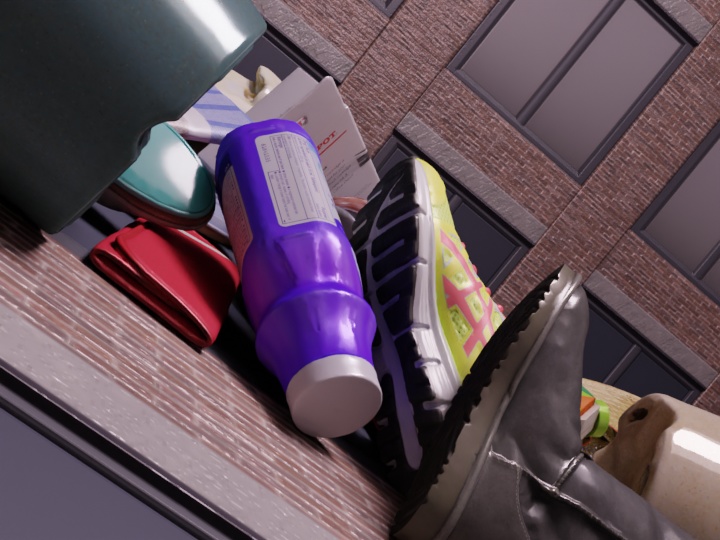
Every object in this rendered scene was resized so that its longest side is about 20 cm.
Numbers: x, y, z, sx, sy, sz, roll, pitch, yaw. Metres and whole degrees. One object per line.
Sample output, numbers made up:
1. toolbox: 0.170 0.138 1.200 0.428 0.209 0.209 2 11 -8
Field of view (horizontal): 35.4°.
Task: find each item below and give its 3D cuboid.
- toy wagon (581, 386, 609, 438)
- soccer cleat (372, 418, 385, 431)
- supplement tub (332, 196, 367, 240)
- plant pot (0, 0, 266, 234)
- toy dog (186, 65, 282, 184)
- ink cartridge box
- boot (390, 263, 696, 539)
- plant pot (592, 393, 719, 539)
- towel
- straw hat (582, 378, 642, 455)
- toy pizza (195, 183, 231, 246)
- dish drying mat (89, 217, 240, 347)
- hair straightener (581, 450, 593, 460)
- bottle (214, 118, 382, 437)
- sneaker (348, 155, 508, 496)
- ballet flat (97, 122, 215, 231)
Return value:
1. toy wagon: 0.122 0.094 1.003 0.154 0.040 0.200 10 18 -20
2. soccer cleat: 0.026 0.070 0.747 0.085 0.069 0.200 47 3 -30
3. supplement tub: 0.000 0.000 0.926 0.107 0.107 0.200 41 4 21
4. plant pot: -0.162 -0.135 0.528 0.196 0.200 0.200 47 2 -13
5. toy dog: -0.126 -0.135 1.072 0.200 0.140 0.194 41 21 12
6. ink cartridge box: -0.057 -0.085 0.952 0.068 0.116 0.200 42 -10 30
7. boot: 0.131 0.118 0.548 0.200 0.182 0.073 32 -24 -1
8. plant pot: 0.220 0.171 0.654 0.183 0.201 0.200 27 5 -1
9. towel: -0.177 -0.127 0.772 0.199 0.024 0.147 7 21 -29
10. straw hat: 0.211 0.174 1.044 0.200 0.085 0.201 14 16 -4
11. toy pizza: -0.156 -0.070 0.833 0.200 0.032 0.200 38 5 -4
12. dish drying mat: -0.105 -0.003 0.651 0.077 0.018 0.200 40 4 -7
13. hair straightener: 0.107 0.137 0.669 0.200 0.077 0.041 35 34 -87
14. bottle: -0.035 0.001 0.625 0.200 0.065 0.084 -110 -168 -45
15. sneaker: 0.049 0.031 0.641 0.090 0.078 0.201 5 67 -31
16. ballet flat: -0.173 -0.085 0.656 0.200 0.068 0.064 38 -40 -17
